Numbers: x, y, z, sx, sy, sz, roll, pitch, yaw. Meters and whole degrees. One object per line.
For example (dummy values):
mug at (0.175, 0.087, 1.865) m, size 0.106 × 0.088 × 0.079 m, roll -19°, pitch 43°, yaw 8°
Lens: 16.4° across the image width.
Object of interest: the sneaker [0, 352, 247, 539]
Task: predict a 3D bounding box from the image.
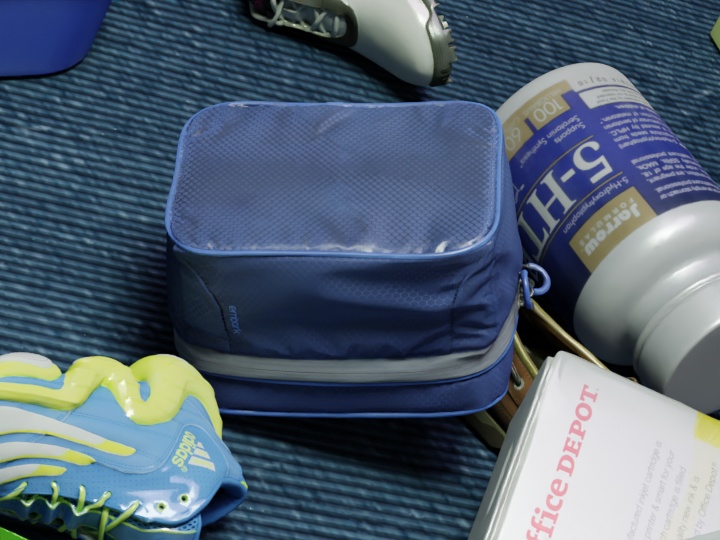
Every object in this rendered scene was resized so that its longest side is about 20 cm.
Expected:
sneaker at (-0.129, 0.094, 1.178) m, size 0.199 × 0.076 × 0.105 m, roll -10°, pitch 51°, yaw -46°

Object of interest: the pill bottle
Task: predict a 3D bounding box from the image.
pill bottle at (0.160, -0.016, 1.459) m, size 0.119 × 0.120 × 0.200 m, roll -6°, pitch 46°, yaw -36°

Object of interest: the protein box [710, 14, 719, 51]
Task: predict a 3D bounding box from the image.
protein box at (0.374, -0.174, 1.720) m, size 0.134 × 0.201 × 0.199 m, roll 5°, pitch 40°, yaw -26°

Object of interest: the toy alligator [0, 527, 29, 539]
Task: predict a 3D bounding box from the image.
toy alligator at (-0.137, 0.153, 1.131) m, size 0.199 × 0.059 × 0.055 m, roll 17°, pitch 79°, yaw -1°

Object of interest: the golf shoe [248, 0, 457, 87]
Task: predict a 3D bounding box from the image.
golf shoe at (-0.024, -0.173, 1.604) m, size 0.088 × 0.077 × 0.200 m, roll -34°, pitch 62°, yaw -29°

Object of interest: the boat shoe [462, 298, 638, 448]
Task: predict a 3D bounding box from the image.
boat shoe at (0.126, 0.091, 1.348) m, size 0.200 × 0.068 × 0.072 m, roll 40°, pitch 36°, yaw 17°

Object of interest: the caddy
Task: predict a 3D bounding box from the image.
caddy at (-0.227, -0.193, 1.457) m, size 0.199 × 0.105 × 0.142 m, roll -7°, pitch 48°, yaw -37°

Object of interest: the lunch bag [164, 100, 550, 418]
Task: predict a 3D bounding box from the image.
lunch bag at (0.000, 0.000, 1.309) m, size 0.199 × 0.133 × 0.136 m, roll 2°, pitch 40°, yaw 7°

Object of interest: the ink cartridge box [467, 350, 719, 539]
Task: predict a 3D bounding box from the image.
ink cartridge box at (0.154, 0.151, 1.246) m, size 0.199 × 0.084 × 0.146 m, roll 25°, pitch 56°, yaw -2°

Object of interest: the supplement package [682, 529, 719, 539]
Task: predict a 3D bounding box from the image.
supplement package at (0.197, 0.232, 1.095) m, size 0.201 × 0.110 × 0.156 m, roll 60°, pitch 29°, yaw -21°
